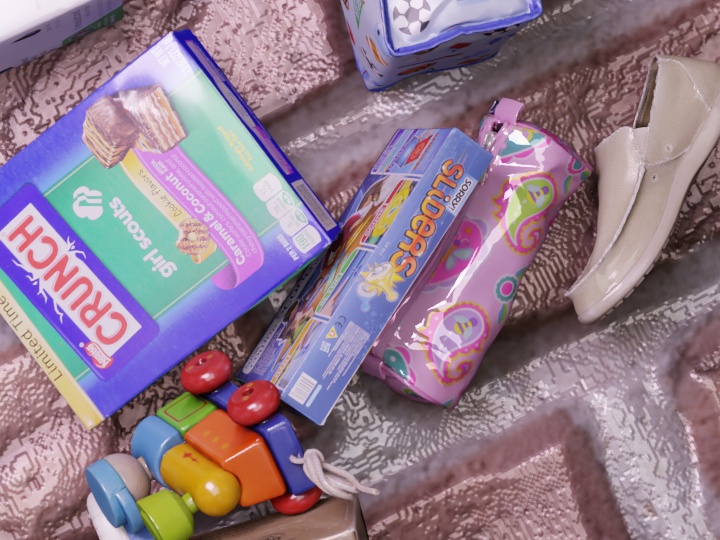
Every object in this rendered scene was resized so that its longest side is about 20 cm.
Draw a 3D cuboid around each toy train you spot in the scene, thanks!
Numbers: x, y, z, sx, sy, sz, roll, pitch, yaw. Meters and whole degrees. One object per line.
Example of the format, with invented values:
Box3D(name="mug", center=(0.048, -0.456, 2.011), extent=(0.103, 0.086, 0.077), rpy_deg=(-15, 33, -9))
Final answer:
Box3D(name="toy train", center=(-0.083, 0.130, 1.547), extent=(0.115, 0.200, 0.085), rpy_deg=(-33, 116, -17))

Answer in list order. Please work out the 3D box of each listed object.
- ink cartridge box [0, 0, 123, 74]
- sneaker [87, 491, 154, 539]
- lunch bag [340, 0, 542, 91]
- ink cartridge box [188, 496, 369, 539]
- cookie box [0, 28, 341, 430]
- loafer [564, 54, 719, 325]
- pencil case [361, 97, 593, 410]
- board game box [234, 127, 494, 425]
Box3D(name="ink cartridge box", center=(-0.256, -0.163, 1.628), extent=(0.199, 0.146, 0.085), rpy_deg=(-26, 90, -5))
Box3D(name="sneaker", center=(-0.080, 0.197, 1.649), extent=(0.111, 0.077, 0.200), rpy_deg=(-37, 94, 0))
Box3D(name="lunch bag", center=(0.036, -0.232, 1.644), extent=(0.123, 0.170, 0.201), rpy_deg=(-16, 87, -9))
Box3D(name="ink cartridge box", center=(-0.073, 0.245, 1.582), extent=(0.199, 0.075, 0.166), rpy_deg=(-15, 104, 4))
Box3D(name="cookie box", center=(-0.141, -0.027, 1.643), extent=(0.200, 0.075, 0.171), rpy_deg=(-38, 90, 9))
Box3D(name="loafer", center=(0.181, -0.057, 1.696), extent=(0.068, 0.076, 0.201), rpy_deg=(30, 75, -1))
Box3D(name="pencil case", center=(0.071, -0.009, 1.672), extent=(0.087, 0.087, 0.201), rpy_deg=(30, 87, -2))
Box3D(name="board game box", center=(0.000, 0.000, 1.641), extent=(0.034, 0.135, 0.201), rpy_deg=(34, 85, -14))
